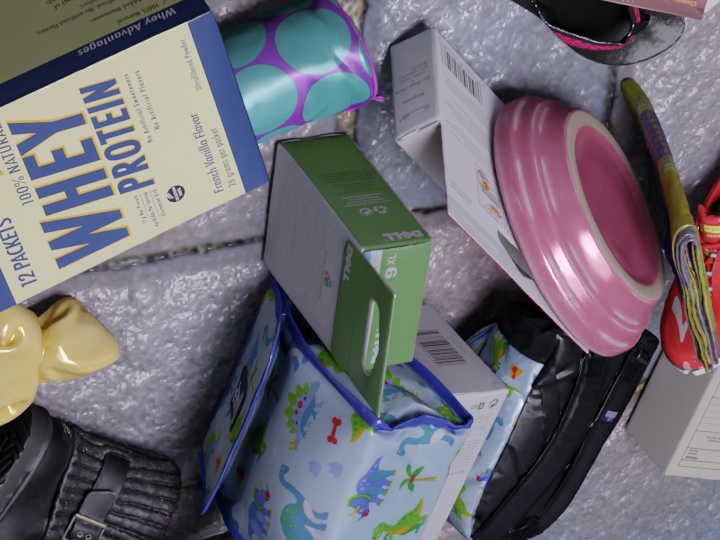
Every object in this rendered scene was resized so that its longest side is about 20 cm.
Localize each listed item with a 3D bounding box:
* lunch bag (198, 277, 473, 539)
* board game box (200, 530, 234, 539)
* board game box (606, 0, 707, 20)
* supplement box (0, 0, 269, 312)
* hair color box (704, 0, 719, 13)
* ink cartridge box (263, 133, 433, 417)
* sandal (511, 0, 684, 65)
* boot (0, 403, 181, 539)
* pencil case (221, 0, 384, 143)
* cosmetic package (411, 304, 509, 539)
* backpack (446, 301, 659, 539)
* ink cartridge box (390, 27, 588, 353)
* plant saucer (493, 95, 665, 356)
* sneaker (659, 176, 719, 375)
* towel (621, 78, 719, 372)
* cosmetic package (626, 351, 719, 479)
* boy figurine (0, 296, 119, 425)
[{"bbox_3d":[-0.037,0.122,1.624,0.127,0.200,0.171,5,119,-40],"label":"lunch bag"},{"bbox_3d":[-0.130,0.241,1.647,0.134,0.200,0.035,-20,96,19],"label":"board game box"},{"bbox_3d":[0.155,-0.242,1.539,0.198,0.020,0.104,10,120,-5],"label":"board game box"},{"bbox_3d":[-0.194,-0.113,1.373,0.199,0.200,0.135,-26,131,-9],"label":"supplement box"},{"bbox_3d":[0.287,-0.297,1.598,0.200,0.064,0.111,-40,130,4],"label":"hair color box"},{"bbox_3d":[0.000,0.000,1.557,0.059,0.200,0.105,-8,126,-25],"label":"ink cartridge box"},{"bbox_3d":[0.163,-0.194,1.613,0.199,0.045,0.075,21,110,-37],"label":"sandal"},{"bbox_3d":[-0.242,0.204,1.650,0.157,0.080,0.212,31,104,-40],"label":"boot"},{"bbox_3d":[-0.087,-0.113,1.509,0.199,0.085,0.093,-27,116,-9],"label":"pencil case"},{"bbox_3d":[0.021,0.139,1.710,0.081,0.113,0.201,-3,127,-42],"label":"cosmetic package"},{"bbox_3d":[0.127,0.123,1.758,0.162,0.153,0.202,2,105,-52],"label":"backpack"},{"bbox_3d":[0.093,-0.050,1.593,0.043,0.175,0.200,-23,137,25],"label":"ink cartridge box"},{"bbox_3d":[0.167,-0.039,1.623,0.051,0.202,0.200,-23,136,24],"label":"plant saucer"},{"bbox_3d":[0.282,-0.018,1.756,0.085,0.077,0.201,36,75,-56],"label":"sneaker"},{"bbox_3d":[0.233,-0.036,1.666,0.023,0.201,0.144,-15,132,5],"label":"towel"},{"bbox_3d":[0.316,0.075,1.867,0.103,0.073,0.201,8,118,-33],"label":"cosmetic package"},{"bbox_3d":[-0.267,0.058,1.545,0.198,0.065,0.125,-14,127,-21],"label":"boy figurine"}]
